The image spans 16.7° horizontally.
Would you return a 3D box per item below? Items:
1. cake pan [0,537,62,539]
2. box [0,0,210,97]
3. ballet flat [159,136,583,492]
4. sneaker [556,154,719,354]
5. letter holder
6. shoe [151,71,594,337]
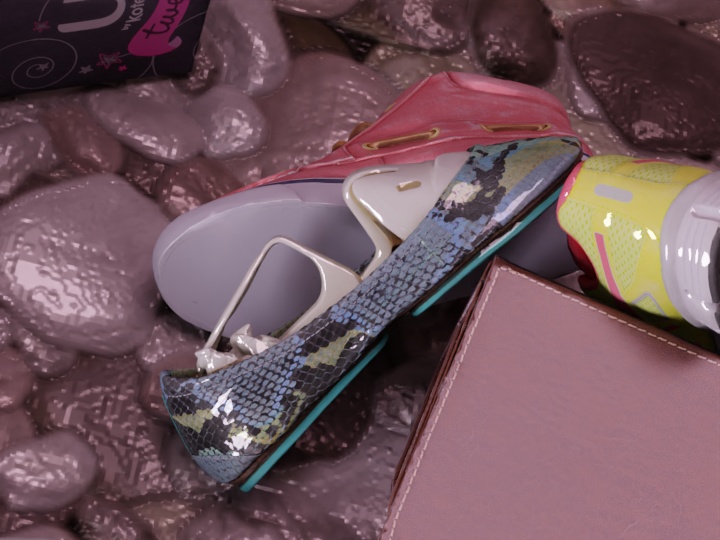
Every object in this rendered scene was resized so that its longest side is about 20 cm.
[{"bbox_3d":[-0.118,0.193,0.870,0.198,0.037,0.202,8,58,-12],"label":"cake pan"},{"bbox_3d":[-0.126,-0.177,1.031,0.131,0.200,0.115,-9,60,-21],"label":"box"},{"bbox_3d":[0.000,0.000,0.973,0.200,0.074,0.074,-43,73,-2],"label":"ballet flat"},{"bbox_3d":[0.131,-0.002,1.001,0.090,0.200,0.079,19,75,22],"label":"sneaker"},{"bbox_3d":[0.109,0.111,0.961,0.199,0.101,0.143,23,67,0],"label":"letter holder"},{"bbox_3d":[0.006,-0.029,1.055,0.198,0.072,0.091,-10,33,-6],"label":"shoe"}]
